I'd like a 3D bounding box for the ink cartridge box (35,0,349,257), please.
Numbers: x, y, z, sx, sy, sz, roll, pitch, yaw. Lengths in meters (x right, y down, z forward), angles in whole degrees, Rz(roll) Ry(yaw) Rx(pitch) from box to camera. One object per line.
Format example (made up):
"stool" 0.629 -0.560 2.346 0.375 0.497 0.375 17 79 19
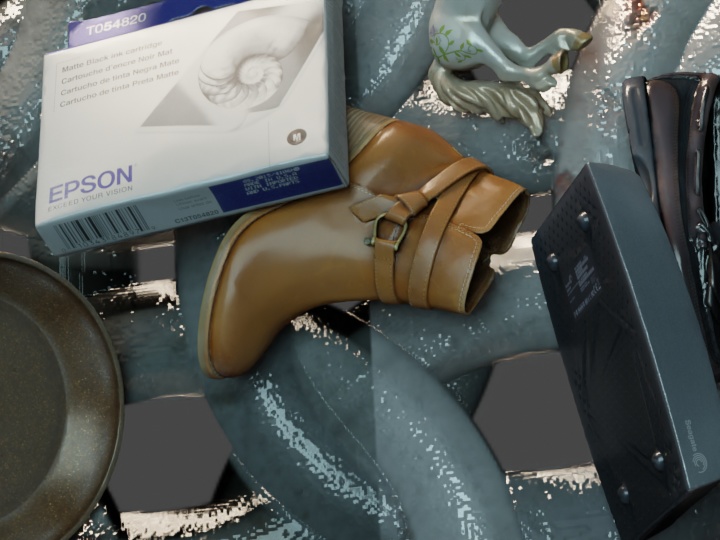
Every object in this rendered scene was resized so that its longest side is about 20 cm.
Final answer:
"ink cartridge box" -0.106 -0.116 1.726 0.199 0.041 0.201 -14 50 14

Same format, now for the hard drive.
"hard drive" 0.157 0.048 1.592 0.042 0.135 0.201 -10 71 -17

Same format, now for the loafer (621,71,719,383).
"loafer" 0.202 -0.029 1.630 0.063 0.072 0.201 -13 69 9

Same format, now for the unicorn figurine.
"unicorn figurine" 0.081 -0.193 1.705 0.137 0.074 0.201 12 84 31

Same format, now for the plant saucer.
"plant saucer" -0.240 0.088 1.689 0.037 0.200 0.201 2 72 55

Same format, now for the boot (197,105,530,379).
"boot" 0.000 0.000 1.677 0.154 0.074 0.200 25 82 24
